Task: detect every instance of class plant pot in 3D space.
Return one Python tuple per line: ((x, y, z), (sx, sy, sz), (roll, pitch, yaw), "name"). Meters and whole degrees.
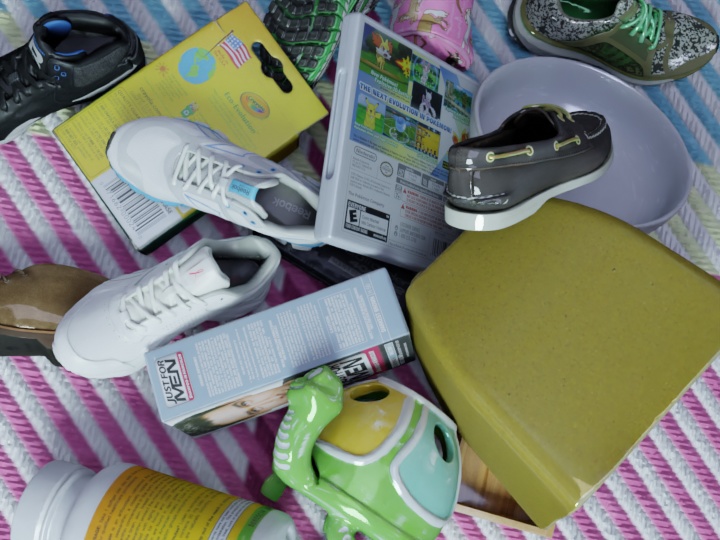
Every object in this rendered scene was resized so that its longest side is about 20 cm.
((0.143, 0.056, 0.768), (0.194, 0.196, 0.200), (-44, 73, -10), "plant pot")

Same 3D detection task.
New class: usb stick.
((0.000, 0.000, 0.864), (0.200, 0.033, 0.056), (31, 73, -2), "usb stick")

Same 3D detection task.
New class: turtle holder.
((-0.002, 0.149, 0.784), (0.185, 0.141, 0.132), (37, 78, -15), "turtle holder")

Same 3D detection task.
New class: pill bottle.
((-0.160, 0.214, 0.759), (0.200, 0.111, 0.111), (14, 80, 14), "pill bottle")

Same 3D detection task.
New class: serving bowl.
((0.183, -0.096, 0.862), (0.200, 0.066, 0.200), (9, 52, -12), "serving bowl")

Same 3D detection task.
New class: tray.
((0.141, 0.121, 0.865), (0.098, 0.037, 0.200), (17, 82, -5), "tray")

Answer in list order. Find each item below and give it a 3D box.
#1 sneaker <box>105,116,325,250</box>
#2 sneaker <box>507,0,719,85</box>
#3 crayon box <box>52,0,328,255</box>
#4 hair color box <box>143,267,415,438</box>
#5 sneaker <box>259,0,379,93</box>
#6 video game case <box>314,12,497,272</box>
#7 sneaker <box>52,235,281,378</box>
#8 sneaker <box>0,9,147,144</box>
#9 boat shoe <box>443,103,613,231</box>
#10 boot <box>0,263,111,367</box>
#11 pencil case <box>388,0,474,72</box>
((-0.103, -0.072, 0.779), (0.200, 0.087, 0.075), (18, 92, -10), "sneaker")
((0.239, -0.223, 0.896), (0.199, 0.089, 0.077), (8, 81, -7), "sneaker")
((-0.142, -0.122, 0.847), (0.200, 0.051, 0.127), (-35, 88, -6), "crayon box")
((-0.060, 0.070, 0.792), (0.200, 0.099, 0.061), (-19, 71, 0), "hair color box")
((-0.017, -0.237, 0.871), (0.078, 0.085, 0.200), (33, 97, 33), "sneaker")
((0.045, -0.093, 0.825), (0.200, 0.022, 0.183), (17, 77, -47), "video game case")
((-0.150, 0.016, 0.783), (0.200, 0.099, 0.078), (-29, 83, -31), "sneaker")
((-0.278, -0.165, 0.809), (0.200, 0.112, 0.073), (-22, 85, -10), "sneaker")
((0.133, -0.091, 0.736), (0.201, 0.072, 0.061), (-32, 124, -44), "boat shoe")
((-0.292, 0.030, 0.811), (0.200, 0.074, 0.076), (10, 68, -14), "boot")
((0.077, -0.281, 0.883), (0.083, 0.086, 0.200), (15, 80, -28), "pencil case")
